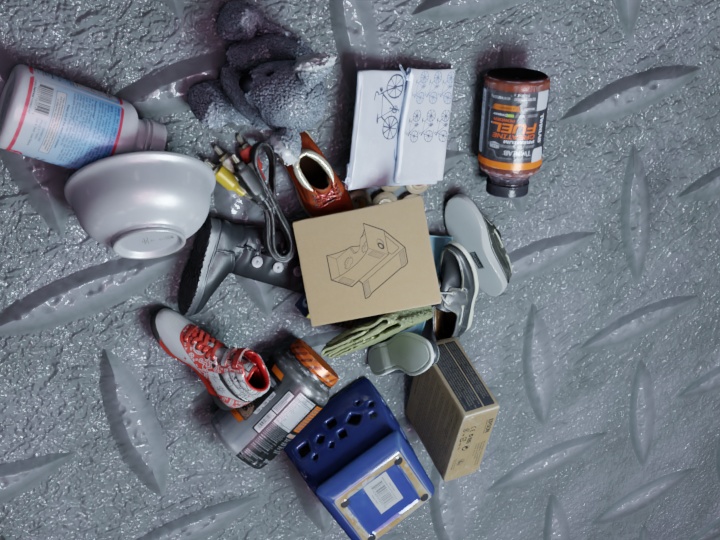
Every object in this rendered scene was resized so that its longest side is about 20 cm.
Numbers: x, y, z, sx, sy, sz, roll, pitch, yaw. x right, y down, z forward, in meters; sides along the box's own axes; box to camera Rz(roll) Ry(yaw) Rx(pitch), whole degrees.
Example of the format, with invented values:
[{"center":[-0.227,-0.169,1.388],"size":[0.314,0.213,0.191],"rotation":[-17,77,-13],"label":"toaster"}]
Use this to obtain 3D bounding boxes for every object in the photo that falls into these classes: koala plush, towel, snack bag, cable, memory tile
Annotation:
[{"center":[-0.105,-0.244,1.178],"size":[0.184,0.200,0.178],"rotation":[15,106,-31],"label":"koala plush"},{"center":[0.032,0.093,1.413],"size":[0.148,0.200,0.037],"rotation":[-25,83,23],"label":"towel"},{"center":[0.063,-0.220,1.347],"size":[0.200,0.021,0.189],"rotation":[-8,113,-39],"label":"snack bag"},{"center":[-0.146,-0.111,1.303],"size":[0.097,0.050,0.200],"rotation":[-41,118,-22],"label":"cable"},{"center":[0.033,-0.083,1.435],"size":[0.153,0.017,0.200],"rotation":[3,112,-27],"label":"memory tile"}]

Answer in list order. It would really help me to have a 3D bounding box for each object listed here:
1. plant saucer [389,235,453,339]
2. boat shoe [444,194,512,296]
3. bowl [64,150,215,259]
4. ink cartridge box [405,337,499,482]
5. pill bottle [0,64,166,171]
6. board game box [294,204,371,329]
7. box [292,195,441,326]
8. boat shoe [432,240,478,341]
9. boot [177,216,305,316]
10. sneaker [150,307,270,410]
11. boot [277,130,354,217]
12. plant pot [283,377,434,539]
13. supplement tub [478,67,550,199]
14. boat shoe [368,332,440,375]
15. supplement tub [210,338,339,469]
[{"center":[0.101,0.029,1.515],"size":[0.070,0.019,0.200],"rotation":[2,114,-36],"label":"plant saucer"},{"center":[0.207,-0.052,1.512],"size":[0.064,0.071,0.200],"rotation":[-48,123,-39],"label":"boat shoe"},{"center":[-0.288,-0.074,1.168],"size":[0.201,0.201,0.091],"rotation":[-3,70,-25],"label":"bowl"},{"center":[0.156,0.243,1.528],"size":[0.075,0.165,0.200],"rotation":[-13,139,-20],"label":"ink cartridge box"},{"center":[-0.362,-0.183,1.135],"size":[0.200,0.109,0.109],"rotation":[16,105,-31],"label":"pill bottle"},{"center":[0.000,0.000,1.400],"size":[0.200,0.035,0.135],"rotation":[-52,146,12],"label":"board game box"},{"center":[0.009,-0.014,1.311],"size":[0.200,0.021,0.164],"rotation":[-11,93,2],"label":"box"},{"center":[0.157,0.041,1.502],"size":[0.068,0.072,0.200],"rotation":[-32,136,-33],"label":"boat shoe"},{"center":[-0.167,0.008,1.357],"size":[0.200,0.066,0.165],"rotation":[10,110,-35],"label":"boot"},{"center":[-0.221,0.122,1.327],"size":[0.201,0.108,0.067],"rotation":[52,41,-15],"label":"sneaker"},{"center":[-0.059,-0.120,1.315],"size":[0.075,0.107,0.200],"rotation":[-35,125,-1],"label":"boot"},{"center":[0.004,0.346,1.528],"size":[0.200,0.180,0.200],"rotation":[-35,124,-7],"label":"plant pot"},{"center":[0.247,-0.221,1.420],"size":[0.107,0.107,0.200],"rotation":[-10,117,-22],"label":"supplement tub"},{"center":[0.083,0.139,1.472],"size":[0.060,0.200,0.076],"rotation":[-7,88,-29],"label":"boat shoe"},{"center":[-0.137,0.215,1.429],"size":[0.200,0.123,0.123],"rotation":[-46,125,-1],"label":"supplement tub"}]
